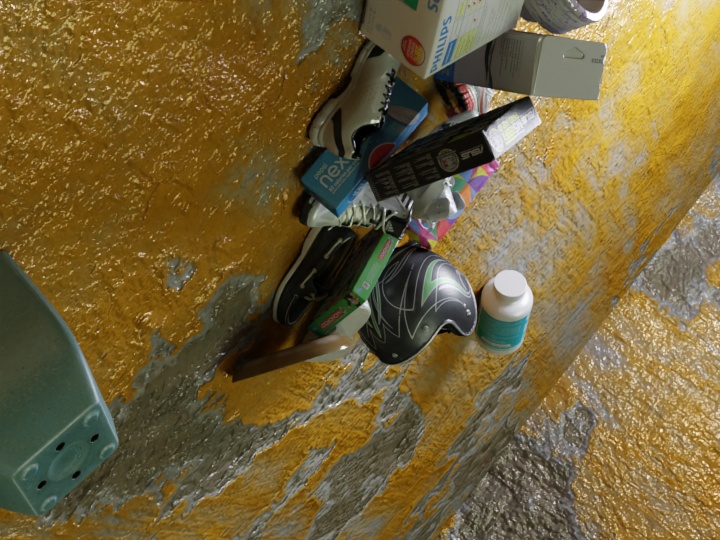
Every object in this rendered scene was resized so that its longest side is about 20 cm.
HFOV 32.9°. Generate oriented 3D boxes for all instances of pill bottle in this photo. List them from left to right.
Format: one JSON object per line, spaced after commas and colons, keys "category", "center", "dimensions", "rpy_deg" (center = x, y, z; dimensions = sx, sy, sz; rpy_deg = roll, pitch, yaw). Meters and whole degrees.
{"category": "pill bottle", "center": [0.307, 0.086, 2.603], "dimensions": [0.111, 0.111, 0.200], "rpy_deg": [-40, 155, -26]}

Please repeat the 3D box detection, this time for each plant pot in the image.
{"category": "plant pot", "center": [-0.372, 0.143, 1.306], "dimensions": [0.196, 0.200, 0.196], "rpy_deg": [-42, 155, -22]}
{"category": "plant pot", "center": [-0.106, 0.131, 1.881], "dimensions": [0.199, 0.028, 0.200], "rpy_deg": [-17, 177, -1]}

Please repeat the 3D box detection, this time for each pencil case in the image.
{"category": "pencil case", "center": [0.141, -0.129, 2.026], "dimensions": [0.200, 0.088, 0.088], "rpy_deg": [-48, 157, -6]}

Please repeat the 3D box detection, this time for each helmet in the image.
{"category": "helmet", "center": [0.079, 0.059, 2.032], "dimensions": [0.190, 0.200, 0.200], "rpy_deg": [6, 120, -46]}

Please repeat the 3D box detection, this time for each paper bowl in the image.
{"category": "paper bowl", "center": [0.258, -0.428, 1.704], "dimensions": [0.104, 0.202, 0.200], "rpy_deg": [-16, 178, 34]}

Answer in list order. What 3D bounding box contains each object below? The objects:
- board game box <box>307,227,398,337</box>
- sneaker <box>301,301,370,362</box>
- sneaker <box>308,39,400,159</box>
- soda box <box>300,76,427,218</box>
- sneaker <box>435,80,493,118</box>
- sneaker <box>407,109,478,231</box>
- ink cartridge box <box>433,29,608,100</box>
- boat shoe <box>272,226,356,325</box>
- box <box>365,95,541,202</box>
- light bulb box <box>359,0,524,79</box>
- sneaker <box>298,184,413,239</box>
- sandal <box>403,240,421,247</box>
{"category": "board game box", "center": [0.000, 0.000, 1.859], "dimensions": [0.135, 0.029, 0.200], "rpy_deg": [-39, -164, 47]}
{"category": "sneaker", "center": [-0.042, 0.078, 2.002], "dimensions": [0.075, 0.089, 0.200], "rpy_deg": [11, 142, -27]}
{"category": "sneaker", "center": [0.017, -0.236, 1.641], "dimensions": [0.200, 0.080, 0.074], "rpy_deg": [-57, 155, 7]}
{"category": "soda box", "center": [0.007, -0.174, 1.706], "dimensions": [0.200, 0.068, 0.064], "rpy_deg": [-50, 172, -5]}
{"category": "sneaker", "center": [0.182, -0.267, 1.903], "dimensions": [0.082, 0.078, 0.200], "rpy_deg": [-50, 157, -8]}
{"category": "sneaker", "center": [0.131, -0.151, 1.862], "dimensions": [0.200, 0.115, 0.075], "rpy_deg": [-42, 174, 32]}
{"category": "ink cartridge box", "center": [0.224, -0.297, 1.728], "dimensions": [0.145, 0.200, 0.084], "rpy_deg": [-3, 106, -40]}
{"category": "boat shoe", "center": [-0.070, 0.010, 1.853], "dimensions": [0.076, 0.060, 0.201], "rpy_deg": [-17, 139, -53]}
{"category": "box", "center": [0.127, -0.166, 1.666], "dimensions": [0.199, 0.044, 0.160], "rpy_deg": [-18, -166, 37]}
{"category": "light bulb box", "center": [0.120, -0.385, 1.555], "dimensions": [0.200, 0.125, 0.199], "rpy_deg": [-34, 152, -35]}
{"category": "sneaker", "center": [0.008, -0.090, 1.785], "dimensions": [0.200, 0.115, 0.076], "rpy_deg": [-26, 146, -46]}
{"category": "sandal", "center": [0.087, 0.028, 2.191], "dimensions": [0.075, 0.045, 0.200], "rpy_deg": [-39, 154, -28]}
